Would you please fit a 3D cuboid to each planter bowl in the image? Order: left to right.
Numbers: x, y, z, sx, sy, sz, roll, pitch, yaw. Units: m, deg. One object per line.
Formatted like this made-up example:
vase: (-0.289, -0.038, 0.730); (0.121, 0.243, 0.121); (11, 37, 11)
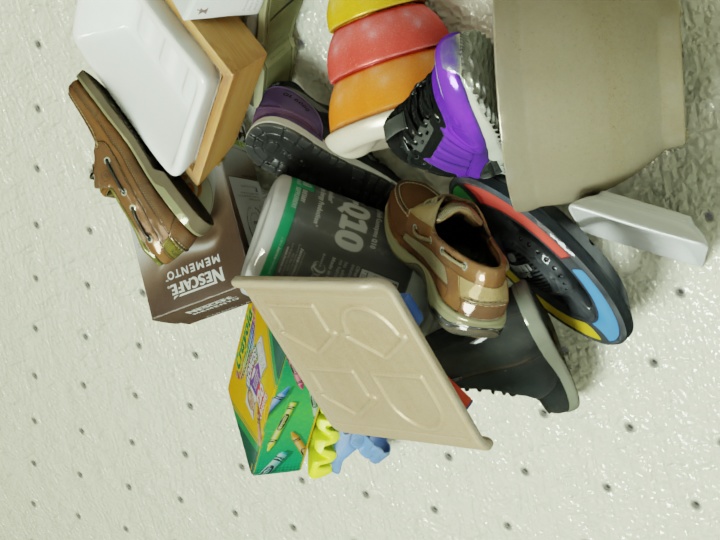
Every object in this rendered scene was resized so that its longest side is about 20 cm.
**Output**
planter bowl: (0.176, -0.149, 1.164); (0.133, 0.201, 0.202); (-3, 119, 12)

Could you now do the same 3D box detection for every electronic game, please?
electronic game: (0.151, -0.010, 1.315); (0.200, 0.042, 0.200); (43, 170, 9)

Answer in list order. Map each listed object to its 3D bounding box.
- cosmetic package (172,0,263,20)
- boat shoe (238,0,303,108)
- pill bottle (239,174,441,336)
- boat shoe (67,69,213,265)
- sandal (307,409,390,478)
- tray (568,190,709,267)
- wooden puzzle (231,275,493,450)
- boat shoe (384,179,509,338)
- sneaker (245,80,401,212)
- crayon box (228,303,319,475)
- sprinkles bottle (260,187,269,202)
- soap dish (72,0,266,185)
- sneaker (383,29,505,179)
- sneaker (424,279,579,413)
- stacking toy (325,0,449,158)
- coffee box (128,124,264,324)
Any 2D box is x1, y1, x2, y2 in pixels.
cosmetic package: (-0.143, -0.323, 1.325); (0.201, 0.080, 0.113); (59, 141, 23)
boat shoe: (-0.094, -0.238, 1.399); (0.068, 0.075, 0.202); (30, 132, 19)
pill bottle: (0.000, 0.000, 1.389); (0.198, 0.114, 0.114); (20, 136, -8)
boat shoe: (-0.220, -0.095, 1.432); (0.068, 0.072, 0.201); (-40, 71, 8)
sandal: (-0.001, 0.126, 1.589); (0.086, 0.080, 0.202); (6, 123, -8)
tray: (0.220, -0.034, 1.209); (0.106, 0.200, 0.022); (18, 90, 12)
wooden puzzle: (0.007, 0.068, 1.299); (0.184, 0.046, 0.201); (1, 135, 48)
boat shoe: (0.078, -0.025, 1.290); (0.201, 0.075, 0.075); (-121, 38, -51)
sneaker: (-0.008, -0.105, 1.430); (0.199, 0.088, 0.076); (35, 135, -20)
crayon box: (-0.082, 0.101, 1.596); (0.201, 0.058, 0.120); (107, 153, -43)
sprinkles bottle: (-0.096, -0.043, 1.542); (0.199, 0.068, 0.069); (30, 134, 21)
soap dish: (-0.172, -0.200, 1.390); (0.201, 0.081, 0.158); (52, 146, 18)
sneaker: (0.062, -0.114, 1.180); (0.098, 0.070, 0.200); (-5, 161, 12)
sneaker: (0.124, 0.081, 1.368); (0.105, 0.075, 0.200); (-23, 145, 9)
stacking toy: (0.019, -0.207, 1.315); (0.145, 0.145, 0.203); (-16, 88, 45)
coffee box: (-0.158, -0.062, 1.488); (0.113, 0.080, 0.202); (-20, 78, 18)
